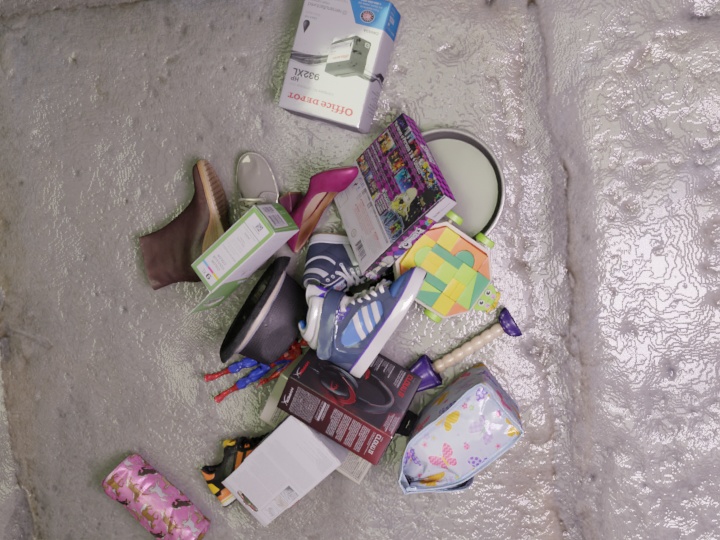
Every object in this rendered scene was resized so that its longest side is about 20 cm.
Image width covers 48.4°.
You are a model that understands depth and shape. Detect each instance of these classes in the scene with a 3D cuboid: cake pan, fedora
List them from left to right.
[{"bbox_3d":[-0.144,0.079,1.299,0.091,0.201,0.202,32,100,-12],"label":"fedora"},{"bbox_3d":[0.135,-0.126,1.286,0.198,0.037,0.203,1,92,12],"label":"cake pan"}]

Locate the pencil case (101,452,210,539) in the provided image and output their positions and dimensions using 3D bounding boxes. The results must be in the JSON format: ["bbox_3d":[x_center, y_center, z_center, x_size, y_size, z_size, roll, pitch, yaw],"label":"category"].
[{"bbox_3d":[-0.358,0.412,1.401,0.200,0.086,0.083,41,132,8],"label":"pencil case"}]

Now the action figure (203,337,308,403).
[{"bbox_3d":[-0.170,0.161,1.365,0.199,0.052,0.066,-28,84,10],"label":"action figure"}]

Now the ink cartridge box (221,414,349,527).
[{"bbox_3d":[-0.122,0.313,1.282,0.109,0.050,0.200,46,116,1],"label":"ink cartridge box"}]

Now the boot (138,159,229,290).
[{"bbox_3d":[-0.308,-0.076,1.369,0.164,0.072,0.202,-12,94,11],"label":"boot"}]

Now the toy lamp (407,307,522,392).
[{"bbox_3d":[0.161,0.132,1.285,0.199,0.058,0.059,-32,86,9],"label":"toy lamp"}]

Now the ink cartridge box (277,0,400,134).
[{"bbox_3d":[-0.034,-0.338,1.289,0.144,0.084,0.202,17,96,11],"label":"ink cartridge box"}]

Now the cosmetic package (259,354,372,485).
[{"bbox_3d":[-0.050,0.242,1.311,0.199,0.087,0.104,33,116,8],"label":"cosmetic package"}]

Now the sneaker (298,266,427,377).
[{"bbox_3d":[-0.009,0.047,1.188,0.146,0.081,0.201,35,106,4],"label":"sneaker"}]

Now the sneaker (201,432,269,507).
[{"bbox_3d":[-0.190,0.312,1.362,0.200,0.070,0.090,-44,87,13],"label":"sneaker"}]

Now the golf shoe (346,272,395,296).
[{"bbox_3d":[0.035,0.066,1.309,0.198,0.078,0.095,-23,105,14],"label":"golf shoe"}]

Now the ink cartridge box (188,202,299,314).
[{"bbox_3d":[-0.200,-0.021,1.277,0.200,0.104,0.059,-42,84,17],"label":"ink cartridge box"}]

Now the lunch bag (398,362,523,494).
[{"bbox_3d":[0.147,0.256,1.235,0.199,0.170,0.128,-39,87,8],"label":"lunch bag"}]

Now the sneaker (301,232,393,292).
[{"bbox_3d":[0.000,0.000,1.281,0.198,0.070,0.109,3,53,18],"label":"sneaker"}]

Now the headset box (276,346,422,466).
[{"bbox_3d":[-0.005,0.194,1.237,0.199,0.149,0.075,30,127,7],"label":"headset box"}]

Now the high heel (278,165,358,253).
[{"bbox_3d":[-0.061,-0.099,1.285,0.199,0.067,0.097,-23,78,51],"label":"high heel"}]

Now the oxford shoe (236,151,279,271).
[{"bbox_3d":[-0.176,-0.100,1.348,0.074,0.058,0.203,-3,91,14],"label":"oxford shoe"}]

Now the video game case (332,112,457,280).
[{"bbox_3d":[0.044,-0.116,1.234,0.181,0.036,0.201,-44,45,24],"label":"video game case"}]

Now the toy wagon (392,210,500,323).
[{"bbox_3d":[0.146,0.007,1.243,0.199,0.040,0.156,33,97,-20],"label":"toy wagon"}]
